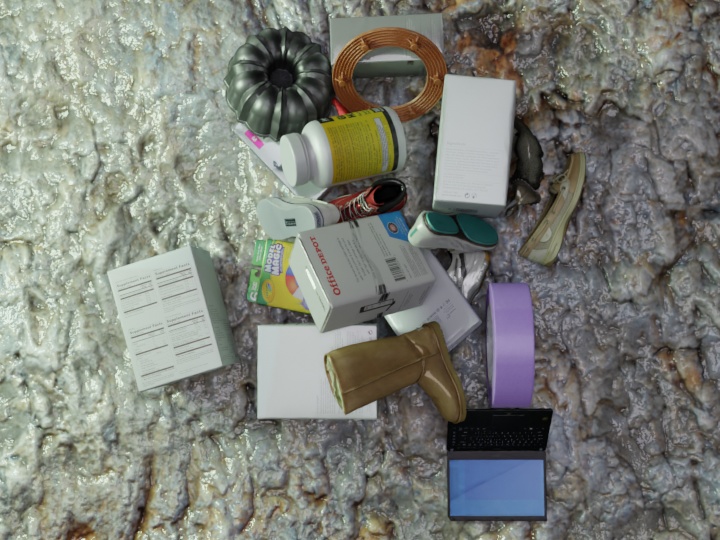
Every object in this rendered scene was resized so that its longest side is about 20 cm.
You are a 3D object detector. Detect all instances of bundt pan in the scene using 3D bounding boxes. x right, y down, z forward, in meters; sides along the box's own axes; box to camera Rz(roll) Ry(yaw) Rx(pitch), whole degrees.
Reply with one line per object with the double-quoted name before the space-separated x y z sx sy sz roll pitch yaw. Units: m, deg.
"bundt pan" -0.134 -0.330 1.727 0.197 0.076 0.206 3 72 -11

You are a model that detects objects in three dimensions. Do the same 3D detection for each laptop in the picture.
"laptop" 0.233 0.328 1.693 0.173 0.202 0.105 -1 50 2

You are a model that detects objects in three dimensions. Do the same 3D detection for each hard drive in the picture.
"hard drive" 0.100 0.051 1.705 0.132 0.025 0.201 -41 64 14

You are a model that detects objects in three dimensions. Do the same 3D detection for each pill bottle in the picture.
"pill bottle" -0.031 -0.203 1.691 0.196 0.112 0.115 -14 87 -19

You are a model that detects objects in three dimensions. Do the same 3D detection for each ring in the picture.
"ring" 0.049 -0.322 1.701 0.196 0.202 0.020 -3 50 3

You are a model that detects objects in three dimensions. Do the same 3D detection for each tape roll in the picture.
"tape roll" 0.243 0.122 1.655 0.064 0.200 0.205 0 87 2

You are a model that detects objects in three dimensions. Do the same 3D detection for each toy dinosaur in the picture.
"toy dinosaur" 0.286 -0.188 1.711 0.075 0.102 0.205 5 98 1

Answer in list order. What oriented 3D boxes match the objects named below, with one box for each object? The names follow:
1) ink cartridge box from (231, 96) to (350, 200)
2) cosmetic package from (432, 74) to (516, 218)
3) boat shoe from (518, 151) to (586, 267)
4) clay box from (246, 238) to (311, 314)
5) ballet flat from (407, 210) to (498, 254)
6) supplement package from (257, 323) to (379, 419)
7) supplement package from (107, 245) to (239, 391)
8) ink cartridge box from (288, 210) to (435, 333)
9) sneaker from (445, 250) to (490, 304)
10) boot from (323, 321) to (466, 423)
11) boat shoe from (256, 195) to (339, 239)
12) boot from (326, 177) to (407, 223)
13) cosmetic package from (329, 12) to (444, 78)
"ink cartridge box" -0.098 -0.237 1.768 0.174 0.044 0.200 -45 86 1
"cosmetic package" 0.186 -0.200 1.673 0.120 0.199 0.205 4 88 3
"boat shoe" 0.332 -0.111 1.727 0.062 0.073 0.204 19 96 -1
"clay box" -0.101 0.015 1.749 0.196 0.048 0.118 9 88 7
"ballet flat" 0.150 -0.059 1.680 0.069 0.198 0.071 -5 83 43
"supplement package" -0.067 0.166 1.693 0.195 0.151 0.155 0 88 3
"supplement package" -0.312 0.081 1.701 0.148 0.152 0.204 -16 87 3
"ink cartridge box" 0.000 0.000 1.636 0.197 0.085 0.148 -13 61 -26
"sneaker" 0.152 0.050 1.733 0.086 0.076 0.203 21 79 10
"boot" 0.055 0.186 1.596 0.197 0.066 0.178 -18 83 -24
"boat shoe" -0.105 -0.095 1.711 0.069 0.198 0.072 -18 102 -33
"boot" -0.014 -0.103 1.707 0.197 0.144 0.074 -23 88 3
"cosmetic package" 0.045 -0.385 1.736 0.195 0.107 0.092 -5 86 4
